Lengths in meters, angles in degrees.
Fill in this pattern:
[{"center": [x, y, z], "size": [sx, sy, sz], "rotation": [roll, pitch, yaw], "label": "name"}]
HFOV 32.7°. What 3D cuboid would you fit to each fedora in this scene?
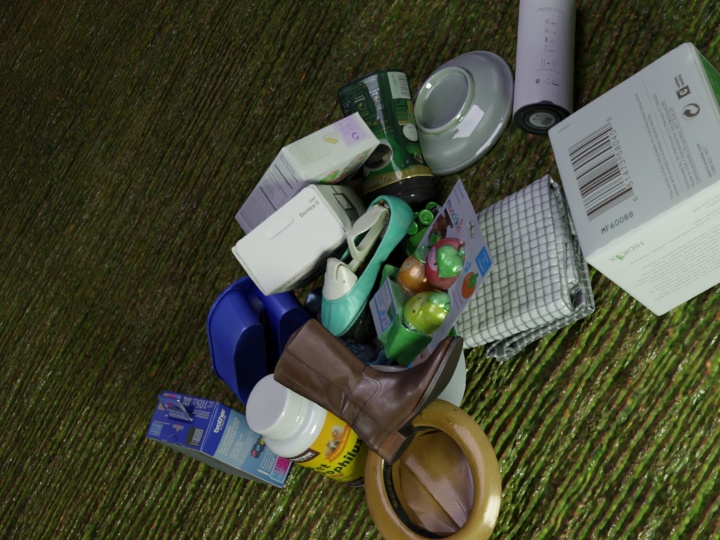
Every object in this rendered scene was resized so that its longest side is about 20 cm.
[{"center": [0.098, 0.255, 1.481], "size": [0.199, 0.082, 0.203], "rotation": [-8, 76, 34], "label": "fedora"}]

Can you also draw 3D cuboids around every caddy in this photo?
[{"center": [-0.145, 0.097, 1.757], "size": [0.140, 0.201, 0.105], "rotation": [-22, 44, -23], "label": "caddy"}]

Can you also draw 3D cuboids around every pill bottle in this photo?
[{"center": [-0.053, 0.203, 1.587], "size": [0.109, 0.199, 0.110], "rotation": [-24, 52, 34], "label": "pill bottle"}]

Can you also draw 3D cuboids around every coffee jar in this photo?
[{"center": [0.040, -0.179, 1.756], "size": [0.104, 0.085, 0.202], "rotation": [-18, 83, 32], "label": "coffee jar"}]

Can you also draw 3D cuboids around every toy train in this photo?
[{"center": [0.048, -0.030, 1.733], "size": [0.199, 0.057, 0.042], "rotation": [-32, 8, 33], "label": "toy train"}]

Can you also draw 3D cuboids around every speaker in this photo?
[{"center": [0.251, -0.290, 1.664], "size": [0.081, 0.081, 0.202], "rotation": [-16, 57, 38], "label": "speaker"}]

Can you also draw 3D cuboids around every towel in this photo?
[{"center": [0.204, 0.002, 1.540], "size": [0.165, 0.085, 0.201], "rotation": [-27, 49, 30], "label": "towel"}]

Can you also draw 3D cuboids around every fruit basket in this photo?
[{"center": [0.087, 0.011, 1.501], "size": [0.186, 0.093, 0.201], "rotation": [-104, 34, -52], "label": "fruit basket"}]

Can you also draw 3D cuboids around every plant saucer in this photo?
[{"center": [0.131, -0.238, 1.777], "size": [0.199, 0.050, 0.202], "rotation": [-24, 52, 35], "label": "plant saucer"}]

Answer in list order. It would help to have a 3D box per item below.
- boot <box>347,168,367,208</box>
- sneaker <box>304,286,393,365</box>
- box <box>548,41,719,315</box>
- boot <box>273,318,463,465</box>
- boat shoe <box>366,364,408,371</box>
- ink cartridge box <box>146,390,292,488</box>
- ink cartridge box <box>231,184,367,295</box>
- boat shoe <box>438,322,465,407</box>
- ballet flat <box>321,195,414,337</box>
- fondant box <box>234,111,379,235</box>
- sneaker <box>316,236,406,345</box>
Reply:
[{"center": [-0.024, -0.166, 1.876], "size": [0.154, 0.073, 0.202], "rotation": [-11, 57, 46], "label": "boot"}, {"center": [-0.025, 0.062, 1.722], "size": [0.200, 0.095, 0.080], "rotation": [31, 86, 49], "label": "sneaker"}, {"center": [0.352, -0.099, 1.380], "size": [0.199, 0.171, 0.200], "rotation": [-31, 48, 27], "label": "box"}, {"center": [0.003, 0.104, 1.456], "size": [0.199, 0.064, 0.187], "rotation": [37, 105, 18], "label": "boot"}, {"center": [0.024, 0.155, 1.600], "size": [0.200, 0.072, 0.063], "rotation": [163, 111, -75], "label": "boat shoe"}, {"center": [-0.204, 0.232, 1.722], "size": [0.136, 0.199, 0.077], "rotation": [4, 70, 45], "label": "ink cartridge box"}, {"center": [-0.071, -0.044, 1.686], "size": [0.145, 0.200, 0.084], "rotation": [-38, 84, 13], "label": "ink cartridge box"}, {"center": [0.100, 0.111, 1.602], "size": [0.057, 0.068, 0.202], "rotation": [130, 149, -65], "label": "boat shoe"}, {"center": [-0.006, -0.013, 1.572], "size": [0.067, 0.070, 0.201], "rotation": [22, 77, 49], "label": "ballet flat"}, {"center": [-0.077, -0.126, 1.721], "size": [0.058, 0.144, 0.200], "rotation": [55, 144, 7], "label": "fondant box"}, {"center": [0.000, 0.000, 1.644], "size": [0.090, 0.076, 0.201], "rotation": [10, 61, 26], "label": "sneaker"}]
